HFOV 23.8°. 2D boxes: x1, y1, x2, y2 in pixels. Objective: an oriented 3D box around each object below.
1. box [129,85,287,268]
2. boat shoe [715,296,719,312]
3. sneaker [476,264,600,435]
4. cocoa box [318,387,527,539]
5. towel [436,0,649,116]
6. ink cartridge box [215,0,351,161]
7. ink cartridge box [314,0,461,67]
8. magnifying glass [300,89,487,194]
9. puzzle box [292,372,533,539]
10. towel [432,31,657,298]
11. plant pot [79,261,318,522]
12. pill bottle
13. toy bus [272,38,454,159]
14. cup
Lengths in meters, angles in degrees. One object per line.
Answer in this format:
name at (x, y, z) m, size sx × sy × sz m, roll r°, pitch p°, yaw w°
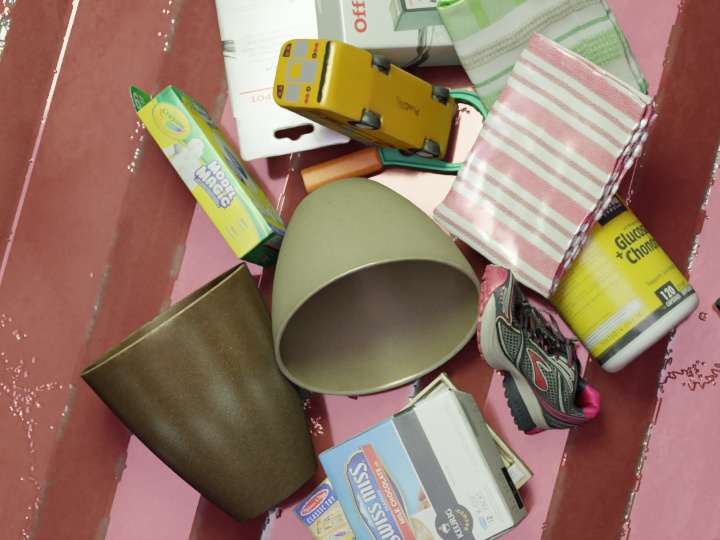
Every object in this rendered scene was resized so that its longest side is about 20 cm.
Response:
box at (-0.142, -0.098, 1.639) m, size 0.048 × 0.117 × 0.200 m, roll -39°, pitch 80°, yaw 5°
boat shoe at (0.388, 0.106, 1.567) m, size 0.061 × 0.075 × 0.201 m, roll -23°, pitch 81°, yaw 4°
sneaker at (0.159, 0.068, 1.555) m, size 0.074 × 0.201 × 0.081 m, roll -8°, pitch 45°, yaw 25°
cocoa box at (0.060, 0.193, 1.517) m, size 0.130 × 0.200 × 0.134 m, roll -26°, pitch 82°, yaw 6°
towel at (0.172, -0.201, 1.581) m, size 0.148 × 0.201 × 0.031 m, roll -30°, pitch 38°, yaw 4°
ink cartridge box at (-0.072, -0.208, 1.663) m, size 0.115 × 0.068 × 0.202 m, roll -9°, pitch 84°, yaw 6°
ink cartridge box at (0.060, -0.271, 1.609) m, size 0.198 × 0.084 × 0.147 m, roll -5°, pitch 85°, yaw -15°
magnifying glass at (0.039, -0.118, 1.663) m, size 0.198 × 0.022 × 0.080 m, roll -19°, pitch 83°, yaw 7°
puzzle box at (0.050, 0.212, 1.632) m, size 0.200 × 0.025 × 0.133 m, roll -43°, pitch 80°, yaw 3°
towel at (0.161, -0.096, 1.532) m, size 0.146 × 0.030 × 0.201 m, roll 35°, pitch 102°, yaw 30°
plant pot at (-0.130, 0.127, 1.601) m, size 0.186 × 0.187 × 0.201 m, roll -34°, pitch 95°, yaw 4°
pill bottle at (0.213, -0.014, 1.583) m, size 0.112 × 0.112 × 0.201 m, roll -38°, pitch 82°, yaw 3°
toy bus at (0.009, -0.155, 1.570) m, size 0.078 × 0.199 × 0.066 m, roll 6°, pitch 83°, yaw 34°
cup at (0.000, 0.000, 1.589) m, size 0.199 × 0.201 × 0.144 m, roll -24°, pitch 54°, yaw 5°
